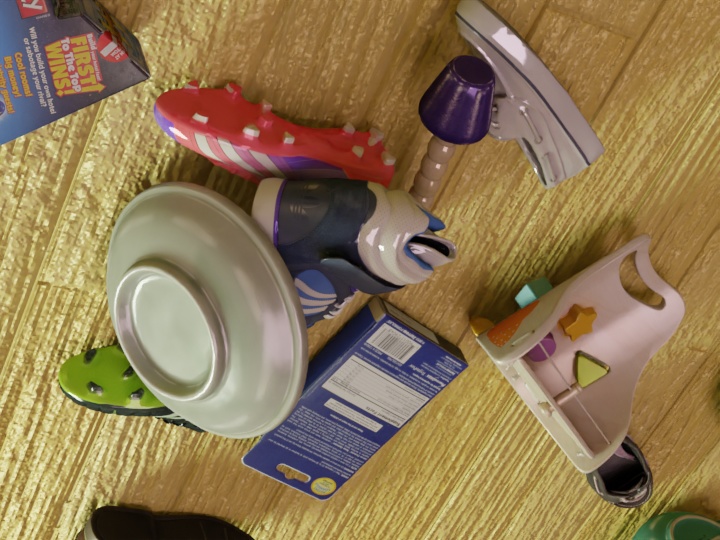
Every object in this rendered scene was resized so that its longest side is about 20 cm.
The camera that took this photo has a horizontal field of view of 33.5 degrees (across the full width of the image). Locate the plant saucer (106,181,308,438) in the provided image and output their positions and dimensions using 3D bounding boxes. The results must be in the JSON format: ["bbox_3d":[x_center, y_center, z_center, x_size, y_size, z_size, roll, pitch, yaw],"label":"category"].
[{"bbox_3d":[-0.128,0.038,0.877,0.050,0.199,0.202,-30,145,-47],"label":"plant saucer"}]

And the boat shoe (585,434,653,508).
[{"bbox_3d":[0.270,0.210,1.266,0.066,0.057,0.201,-31,132,5],"label":"boat shoe"}]

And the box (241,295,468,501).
[{"bbox_3d":[-0.010,0.122,1.098,0.200,0.033,0.121,-46,129,15],"label":"box"}]

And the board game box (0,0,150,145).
[{"bbox_3d":[-0.242,-0.160,0.756,0.197,0.062,0.202,-14,131,-12],"label":"board game box"}]

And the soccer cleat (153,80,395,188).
[{"bbox_3d":[-0.065,-0.083,0.891,0.198,0.067,0.077,10,128,-31],"label":"soccer cleat"}]

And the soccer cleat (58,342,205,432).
[{"bbox_3d":[-0.157,0.105,1.007,0.198,0.068,0.081,3,139,-25],"label":"soccer cleat"}]

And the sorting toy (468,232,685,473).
[{"bbox_3d":[0.212,0.055,1.097,0.179,0.107,0.200,-39,131,1],"label":"sorting toy"}]

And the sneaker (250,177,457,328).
[{"bbox_3d":[0.000,0.000,0.910,0.144,0.081,0.201,7,154,8],"label":"sneaker"}]

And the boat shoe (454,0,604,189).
[{"bbox_3d":[0.121,-0.129,0.920,0.065,0.074,0.200,-41,130,8],"label":"boat shoe"}]

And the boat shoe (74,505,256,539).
[{"bbox_3d":[-0.178,0.276,1.138,0.198,0.072,0.068,22,122,-24],"label":"boat shoe"}]

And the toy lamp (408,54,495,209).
[{"bbox_3d":[0.054,-0.079,0.920,0.057,0.059,0.201,0,141,-21],"label":"toy lamp"}]

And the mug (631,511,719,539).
[{"bbox_3d":[0.375,0.341,1.370,0.150,0.186,0.116,13,123,-1],"label":"mug"}]
